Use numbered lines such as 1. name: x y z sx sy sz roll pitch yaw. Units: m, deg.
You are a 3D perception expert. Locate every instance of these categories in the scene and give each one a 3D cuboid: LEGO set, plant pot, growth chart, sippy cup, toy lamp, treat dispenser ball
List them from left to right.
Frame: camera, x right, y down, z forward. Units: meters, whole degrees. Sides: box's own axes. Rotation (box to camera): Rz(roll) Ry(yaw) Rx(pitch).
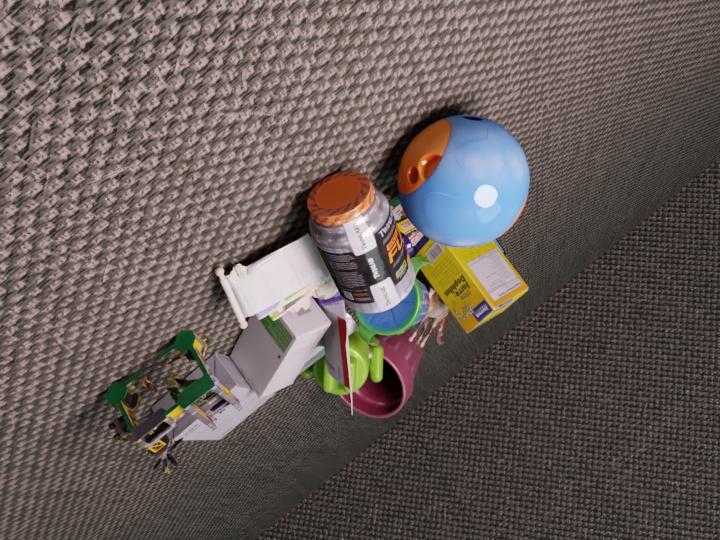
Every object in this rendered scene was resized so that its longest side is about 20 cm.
1. LEGO set: -0.283 0.204 1.245 0.200 0.154 0.116 -44 145 -9
2. growth chart: -0.115 0.014 1.215 0.200 0.018 0.145 -26 133 -19
3. toy lamp: 0.000 0.000 1.395 0.200 0.058 0.058 -29 159 -22
4. plant pot: 0.055 0.225 1.916 0.179 0.200 0.200 -42 170 -50
5. sippy cup: 0.072 0.059 1.545 0.178 0.140 0.130 -20 168 20
6. treat dispenser ball: 0.156 -0.135 1.212 0.201 0.201 0.201 -35 161 -14

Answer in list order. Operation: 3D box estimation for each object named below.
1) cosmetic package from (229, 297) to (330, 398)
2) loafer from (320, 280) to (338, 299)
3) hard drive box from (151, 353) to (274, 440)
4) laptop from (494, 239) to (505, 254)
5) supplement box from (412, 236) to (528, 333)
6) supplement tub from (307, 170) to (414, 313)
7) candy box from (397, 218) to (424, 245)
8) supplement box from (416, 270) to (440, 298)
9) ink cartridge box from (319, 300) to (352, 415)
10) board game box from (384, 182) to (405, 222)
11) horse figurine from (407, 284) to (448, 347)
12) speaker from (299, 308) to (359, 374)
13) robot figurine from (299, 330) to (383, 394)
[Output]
1. cosmetic package: -0.143 0.122 1.394 0.085 0.108 0.200 -21 153 -42
2. loafer: -0.032 -0.040 1.285 0.070 0.070 0.200 20 110 -39
3. hard drive box: -0.267 0.240 1.482 0.156 0.077 0.200 -40 161 3
4. laptop: 0.292 -0.058 1.687 0.200 0.103 0.177 117 -5 -48
5. supplement box: 0.210 0.001 1.559 0.109 0.200 0.110 -25 164 -35
6. supplement tub: -0.001 -0.041 1.173 0.122 0.123 0.200 -35 134 -11
7. candy box: 0.109 -0.079 1.531 0.200 0.026 0.102 -28 163 -29
8. supplement box: 0.147 0.022 1.746 0.200 0.086 0.110 -36 160 -11
9. ink cartridge box: -0.044 0.134 1.407 0.047 0.200 0.160 -5 122 -1
10. board game box: 0.030 -0.086 1.371 0.200 0.023 0.105 -41 159 6
11. horse figurine: 0.145 0.096 1.681 0.133 0.050 0.200 -57 150 -2
12. speaker: -0.104 0.141 1.555 0.200 0.081 0.081 -39 162 -3
13. robot figurine: -0.040 0.181 1.652 0.200 0.175 0.116 -89 180 -72
